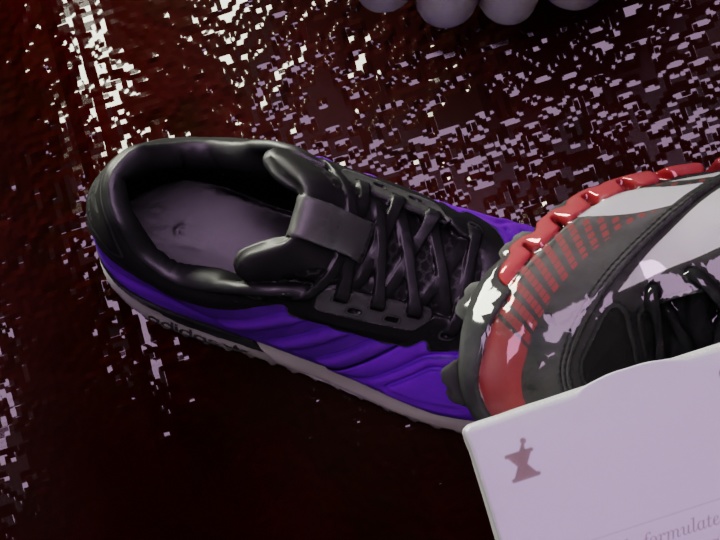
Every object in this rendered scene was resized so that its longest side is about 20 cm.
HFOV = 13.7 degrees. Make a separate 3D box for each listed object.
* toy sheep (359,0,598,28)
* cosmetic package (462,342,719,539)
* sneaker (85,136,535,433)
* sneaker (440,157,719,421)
[{"bbox_3d":[0.040,-0.148,1.024,0.198,0.138,0.139,4,73,3],"label":"toy sheep"},{"bbox_3d":[0.091,0.080,0.900,0.101,0.200,0.075,-18,78,2],"label":"cosmetic package"},{"bbox_3d":[0.000,0.001,0.992,0.199,0.100,0.070,12,74,8],"label":"sneaker"},{"bbox_3d":[0.123,0.003,0.948,0.199,0.071,0.098,-23,26,-23],"label":"sneaker"}]
